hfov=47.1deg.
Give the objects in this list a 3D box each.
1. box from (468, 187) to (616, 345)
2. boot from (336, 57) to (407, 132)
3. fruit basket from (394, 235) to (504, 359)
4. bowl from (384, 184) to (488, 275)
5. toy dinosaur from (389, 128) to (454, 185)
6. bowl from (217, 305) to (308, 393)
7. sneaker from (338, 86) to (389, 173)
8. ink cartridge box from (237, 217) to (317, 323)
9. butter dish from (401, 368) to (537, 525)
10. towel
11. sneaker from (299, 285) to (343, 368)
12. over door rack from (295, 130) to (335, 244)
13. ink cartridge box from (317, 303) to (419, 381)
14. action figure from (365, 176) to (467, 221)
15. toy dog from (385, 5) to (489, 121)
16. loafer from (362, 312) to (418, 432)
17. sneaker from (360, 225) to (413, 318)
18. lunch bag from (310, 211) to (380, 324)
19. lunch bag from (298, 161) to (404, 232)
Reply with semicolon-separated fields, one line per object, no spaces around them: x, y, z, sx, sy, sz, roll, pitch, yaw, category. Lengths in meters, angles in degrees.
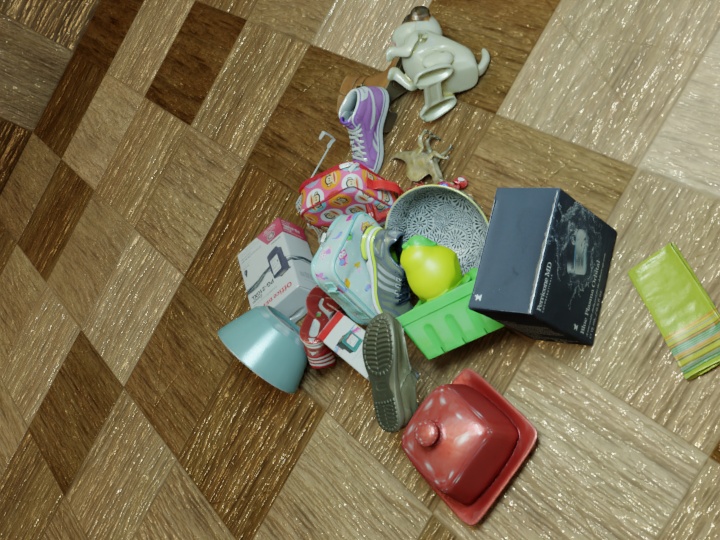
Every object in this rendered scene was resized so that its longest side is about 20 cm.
0.286;-0.004;1.280;0.117;0.200;0.197;5;77;44;box
0.029;-0.404;1.780;0.155;0.074;0.200;28;96;41;boot
0.148;0.028;1.401;0.215;0.155;0.216;6;102;30;fruit basket
0.153;-0.074;1.489;0.201;0.094;0.201;11;118;20;bowl
0.119;-0.227;1.637;0.200;0.058;0.101;38;101;45;toy dinosaur
-0.177;0.145;1.663;0.105;0.201;0.201;-51;45;2;bowl
-0.009;-0.279;1.703;0.073;0.114;0.201;18;111;36;sneaker
-0.175;0.011;1.791;0.145;0.084;0.200;-40;49;25;ink cartridge box
0.144;0.272;1.331;0.200;0.148;0.199;-57;44;9;butter dish
0.469;0.057;1.211;0.086;0.018;0.200;-37;50;25;towel
-0.074;0.114;1.659;0.078;0.116;0.200;10;40;15;sneaker
-0.062;-0.172;1.765;0.148;0.067;0.200;55;132;43;over door rack
0.002;0.150;1.533;0.067;0.116;0.200;-51;44;-4;ink cartridge box
0.110;-0.140;1.544;0.065;0.200;0.052;176;78;-75;action figure
0.138;-0.435;1.642;0.194;0.140;0.200;-31;59;3;toy dog
0.054;0.171;1.397;0.076;0.067;0.200;-7;86;41;loafer
0.062;0.016;1.465;0.081;0.074;0.200;1;116;46;sneaker
0.000;0.000;1.516;0.077;0.200;0.160;0;54;46;lunch bag
-0.003;-0.133;1.609;0.176;0.200;0.082;-23;59;32;lunch bag
